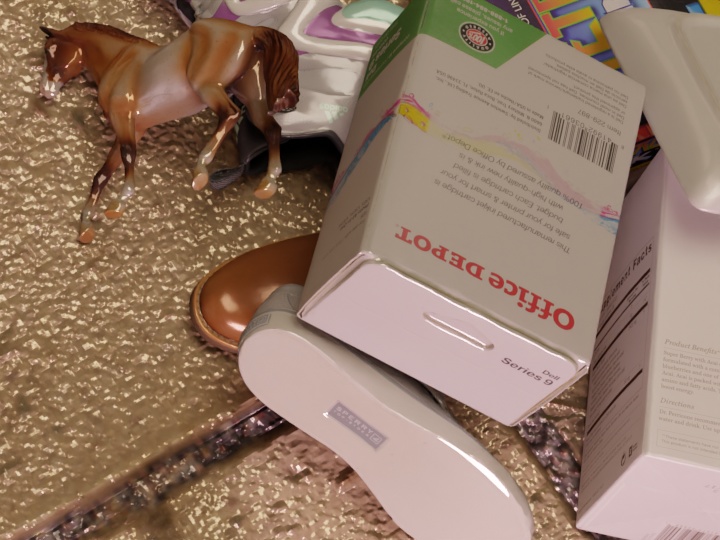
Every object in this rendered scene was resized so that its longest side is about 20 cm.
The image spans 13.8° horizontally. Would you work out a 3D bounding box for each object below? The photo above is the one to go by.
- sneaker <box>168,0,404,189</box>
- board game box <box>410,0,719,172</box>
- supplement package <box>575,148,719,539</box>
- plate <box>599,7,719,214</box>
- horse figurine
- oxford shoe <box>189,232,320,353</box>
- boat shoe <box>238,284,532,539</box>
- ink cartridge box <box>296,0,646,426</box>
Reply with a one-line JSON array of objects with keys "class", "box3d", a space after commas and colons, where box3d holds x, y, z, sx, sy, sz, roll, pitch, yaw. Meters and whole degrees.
[{"class": "sneaker", "box3d": [-0.068, -0.113, 1.727, 0.199, 0.078, 0.140, 22, 74, 12]}, {"class": "board game box", "box3d": [0.131, -0.156, 1.812, 0.165, 0.057, 0.201, -21, 72, -24]}, {"class": "supplement package", "box3d": [0.204, 0.049, 1.699, 0.121, 0.120, 0.201, 13, 63, -10]}, {"class": "plate", "box3d": [0.256, -0.091, 1.719, 0.199, 0.032, 0.200, 7, 35, -20]}, {"class": "horse figurine", "box3d": [-0.102, -0.095, 1.674, 0.050, 0.199, 0.133, 32, 54, -45]}, {"class": "oxford shoe", "box3d": [0.000, 0.000, 1.695, 0.199, 0.071, 0.072, -11, 73, -16]}, {"class": "boat shoe", "box3d": [0.018, 0.083, 1.650, 0.200, 0.072, 0.069, 35, 36, -8]}, {"class": "ink cartridge box", "box3d": [0.063, -0.038, 1.632, 0.145, 0.088, 0.201, 26, 52, -16]}]
